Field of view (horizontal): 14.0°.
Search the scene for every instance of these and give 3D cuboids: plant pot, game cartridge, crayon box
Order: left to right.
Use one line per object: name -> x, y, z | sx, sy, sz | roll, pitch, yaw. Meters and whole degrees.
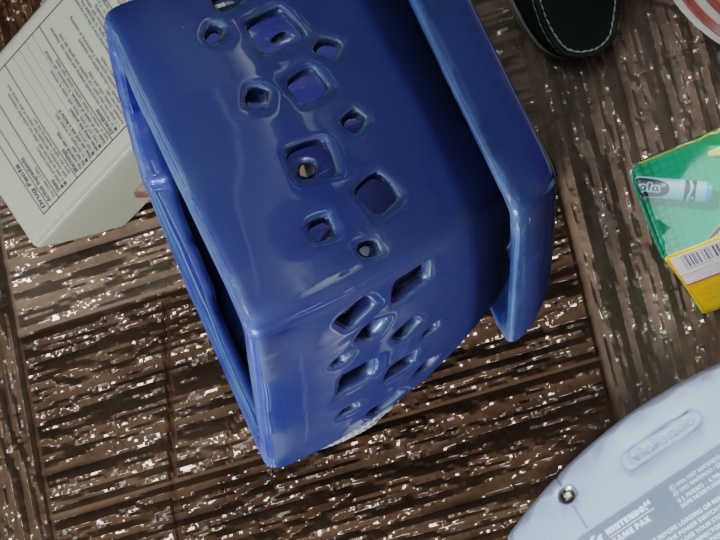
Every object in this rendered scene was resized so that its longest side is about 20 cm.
plant pot -> -0.008, -0.044, 1.500 | 0.179, 0.200, 0.201 | -22, 68, -7
game cartridge -> 0.185, 0.128, 1.553 | 0.199, 0.040, 0.134 | -33, 72, 6
crayon box -> 0.251, -0.050, 1.535 | 0.199, 0.119, 0.059 | -22, 70, 10

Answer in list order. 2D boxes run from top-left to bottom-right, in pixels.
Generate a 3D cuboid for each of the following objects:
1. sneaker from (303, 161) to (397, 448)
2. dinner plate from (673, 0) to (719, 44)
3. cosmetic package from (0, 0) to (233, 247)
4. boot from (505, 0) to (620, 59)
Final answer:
sneaker -> 0.000, 0.000, 1.624 | 0.115, 0.075, 0.200 | 39, 84, 23
dinner plate -> 0.256, -0.153, 1.522 | 0.199, 0.200, 0.024 | 7, 65, 19
cosmetic package -> -0.125, -0.116, 1.637 | 0.200, 0.087, 0.104 | -42, 75, 32
boot -> 0.124, -0.197, 1.560 | 0.073, 0.154, 0.205 | -13, 110, -16
